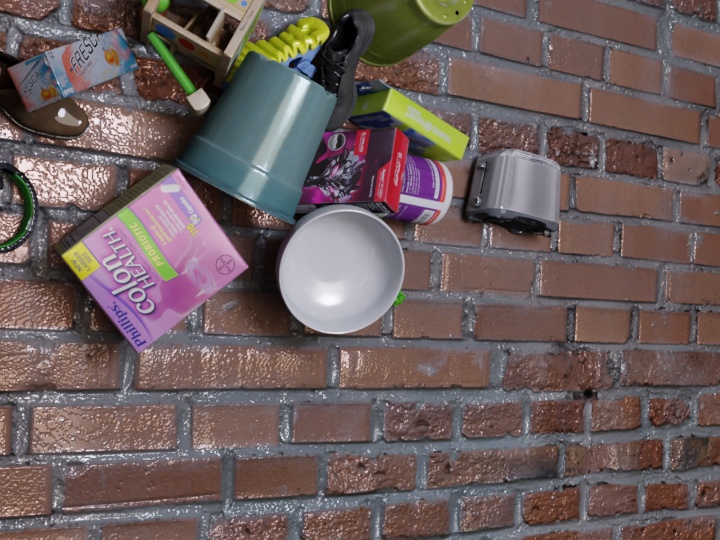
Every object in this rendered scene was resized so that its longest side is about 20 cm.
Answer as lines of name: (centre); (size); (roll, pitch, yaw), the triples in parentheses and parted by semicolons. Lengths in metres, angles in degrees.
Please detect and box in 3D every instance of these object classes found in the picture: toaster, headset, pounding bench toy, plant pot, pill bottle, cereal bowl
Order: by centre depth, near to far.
headset: (-0.528, -0.099, 1.394); (0.200, 0.094, 0.124); (32, 68, -45)
pounding bench toy: (-0.251, -0.342, 1.508); (0.155, 0.124, 0.201); (28, 74, -8)
plant pot: (-0.141, -0.199, 1.528); (0.200, 0.200, 0.197); (27, 93, -30)
cereal bowl: (-0.037, -0.010, 1.595); (0.199, 0.083, 0.201); (-6, 113, -14)
plant pot: (0.080, -0.449, 1.704); (0.199, 0.192, 0.202); (0, 90, -33)
pill bottle: (0.048, -0.142, 1.732); (0.199, 0.112, 0.113); (9, 86, -33)
toaster: (0.286, -0.140, 1.889); (0.199, 0.113, 0.130); (11, 82, -31)

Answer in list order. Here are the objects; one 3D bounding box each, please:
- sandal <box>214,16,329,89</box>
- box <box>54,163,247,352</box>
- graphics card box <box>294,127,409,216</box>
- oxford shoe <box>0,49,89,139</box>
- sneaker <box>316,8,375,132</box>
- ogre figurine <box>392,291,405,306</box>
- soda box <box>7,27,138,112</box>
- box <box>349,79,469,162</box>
sandal: (-0.134, -0.320, 1.638); (0.199, 0.080, 0.087); (-24, 141, -20)
box: (-0.296, -0.020, 1.483); (0.200, 0.097, 0.176); (-38, 111, -11)
graphics card box: (-0.031, -0.151, 1.622); (0.051, 0.199, 0.126); (38, 57, -57)
oxford shoe: (-0.454, -0.239, 1.421); (0.199, 0.084, 0.073); (29, 73, -32)
sneaker: (-0.038, -0.319, 1.656); (0.075, 0.091, 0.201); (16, 102, 11)
ogre figurine: (0.000, 0.000, 1.713); (0.199, 0.098, 0.121); (6, 98, -21)
soda box: (-0.385, -0.274, 1.416); (0.064, 0.068, 0.200); (68, 24, -15)
box: (0.069, -0.244, 1.739); (0.199, 0.122, 0.048); (28, 76, -30)
